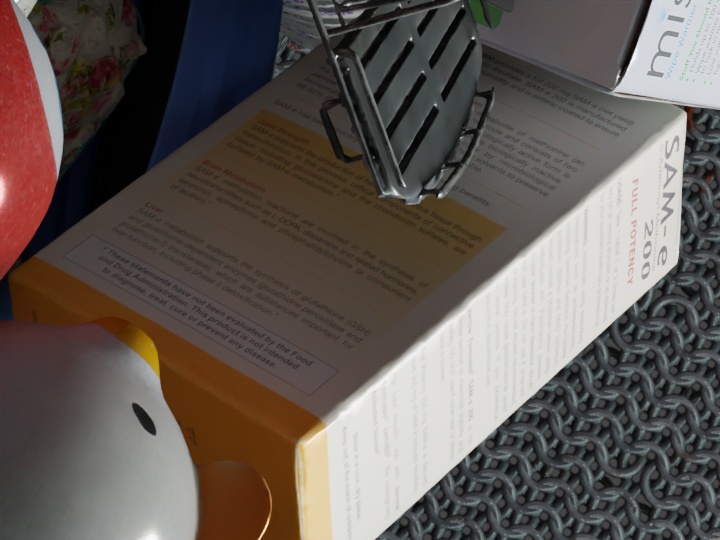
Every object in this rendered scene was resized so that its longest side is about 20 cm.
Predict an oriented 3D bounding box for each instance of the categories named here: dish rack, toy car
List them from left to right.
[{"bbox_3d":[-0.098,0.030,0.666,0.177,0.200,0.184,-55,-178,-11],"label":"toy car"},{"bbox_3d":[0.008,-0.124,0.730,0.055,0.200,0.153,-12,-160,20],"label":"dish rack"}]

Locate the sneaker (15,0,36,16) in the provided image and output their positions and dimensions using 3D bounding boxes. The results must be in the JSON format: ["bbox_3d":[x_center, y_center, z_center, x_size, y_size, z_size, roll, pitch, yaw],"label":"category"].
[{"bbox_3d":[-0.141,-0.014,0.827,0.200,0.085,0.077,-56,-179,17],"label":"sneaker"}]

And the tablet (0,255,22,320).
[{"bbox_3d":[-0.159,0.049,1.001,0.130,0.014,0.200,-49,-139,27],"label":"tablet"}]

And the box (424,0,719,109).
[{"bbox_3d":[0.123,-0.158,0.880,0.176,0.097,0.200,1,111,-54],"label":"box"}]

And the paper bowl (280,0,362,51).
[{"bbox_3d":[0.023,-0.196,1.158,0.200,0.104,0.201,-19,-140,17],"label":"paper bowl"}]

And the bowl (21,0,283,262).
[{"bbox_3d":[-0.083,-0.064,0.991,0.201,0.039,0.201,-46,-143,50],"label":"bowl"}]

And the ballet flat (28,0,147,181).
[{"bbox_3d":[-0.151,-0.033,0.951,0.064,0.076,0.200,0,131,-52],"label":"ballet flat"}]

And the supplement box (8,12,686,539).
[{"bbox_3d":[0.000,0.000,0.874,0.200,0.126,0.074,-39,142,-34],"label":"supplement box"}]
